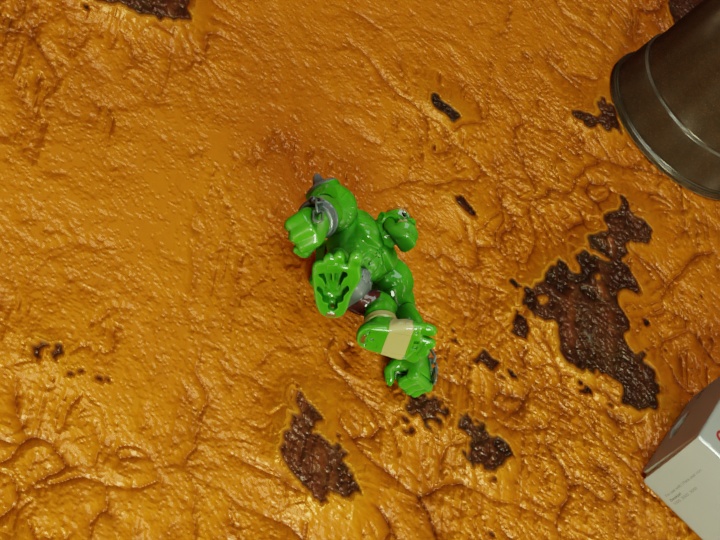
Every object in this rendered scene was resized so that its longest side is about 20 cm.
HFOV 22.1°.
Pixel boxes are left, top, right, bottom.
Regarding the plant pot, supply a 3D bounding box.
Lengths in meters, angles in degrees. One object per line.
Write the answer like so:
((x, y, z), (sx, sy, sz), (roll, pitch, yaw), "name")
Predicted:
((0.400, -0.212, 1.937), (0.199, 0.198, 0.201), (21, 45, -23), "plant pot")

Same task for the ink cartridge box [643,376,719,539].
((0.367, 0.198, 1.646), (0.200, 0.085, 0.145), (43, 40, 1), "ink cartridge box")

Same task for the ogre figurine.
((0.000, 0.000, 1.501), (0.199, 0.098, 0.120), (32, 31, -25), "ogre figurine")
